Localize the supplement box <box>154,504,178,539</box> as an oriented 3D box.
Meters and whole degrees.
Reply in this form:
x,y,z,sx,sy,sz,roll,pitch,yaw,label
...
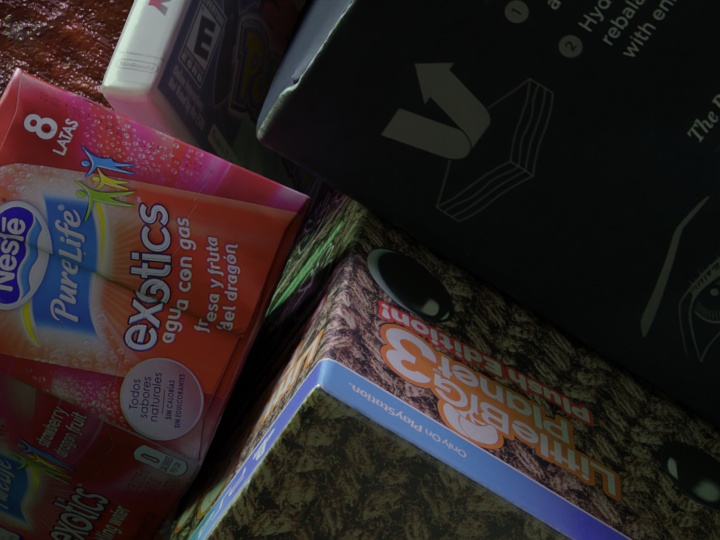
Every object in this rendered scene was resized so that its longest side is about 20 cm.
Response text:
x,y,z,sx,sy,sz,roll,pitch,yaw,label
0.013,0.060,1.065,0.200,0.067,0.069,-25,13,1,supplement box

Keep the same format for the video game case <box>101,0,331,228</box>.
x,y,z,sx,sy,sz,roll,pitch,yaw,label
-0.015,-0.090,1.013,0.200,0.023,0.183,55,-131,-58,video game case

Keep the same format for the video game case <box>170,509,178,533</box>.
x,y,z,sx,sy,sz,roll,pitch,yaw,label
-0.036,0.173,0.974,0.200,0.018,0.143,69,-161,-69,video game case

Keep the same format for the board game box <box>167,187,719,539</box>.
x,y,z,sx,sy,sz,roll,pitch,yaw,label
0.038,0.065,0.907,0.097,0.159,0.200,-55,10,24,board game box

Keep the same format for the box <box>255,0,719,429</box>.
x,y,z,sx,sy,sz,roll,pitch,yaw,label
0.106,-0.084,0.902,0.197,0.200,0.117,-54,9,26,box

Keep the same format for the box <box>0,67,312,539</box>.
x,y,z,sx,sy,sz,roll,pitch,yaw,label
-0.096,0.031,0.928,0.200,0.100,0.096,124,169,-65,box
